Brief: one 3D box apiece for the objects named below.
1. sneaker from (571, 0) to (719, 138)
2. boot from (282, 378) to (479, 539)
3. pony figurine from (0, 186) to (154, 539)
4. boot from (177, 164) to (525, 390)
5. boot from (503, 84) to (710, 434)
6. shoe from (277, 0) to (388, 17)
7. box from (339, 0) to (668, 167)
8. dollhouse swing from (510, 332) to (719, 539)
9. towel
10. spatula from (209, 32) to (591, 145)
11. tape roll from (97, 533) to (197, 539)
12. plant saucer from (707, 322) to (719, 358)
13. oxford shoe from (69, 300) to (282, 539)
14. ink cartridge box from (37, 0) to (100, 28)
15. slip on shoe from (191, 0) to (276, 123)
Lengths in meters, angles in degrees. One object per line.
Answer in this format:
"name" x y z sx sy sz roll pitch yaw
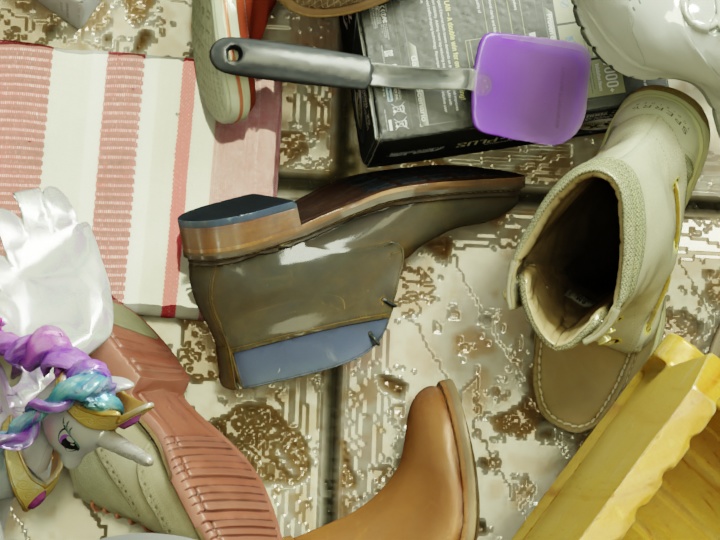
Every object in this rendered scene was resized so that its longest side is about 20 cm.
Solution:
"sneaker" 0.188 -0.119 1.411 0.200 0.087 0.075 30 65 -29
"boot" -0.017 0.155 1.495 0.155 0.077 0.201 3 89 0
"pony figurine" -0.194 0.061 1.425 0.166 0.200 0.193 -8 61 -48
"boot" 0.000 0.000 1.516 0.199 0.075 0.097 -11 101 -20
"boot" 0.116 0.015 1.446 0.072 0.155 0.201 21 115 12
"shoe" 0.033 -0.202 1.467 0.200 0.053 0.070 -36 119 -4
"box" 0.067 -0.170 1.531 0.163 0.086 0.201 -9 83 -6
"dollhouse swing" 0.157 0.154 1.400 0.182 0.176 0.200 41 80 -16
"towel" -0.145 -0.049 1.530 0.199 0.023 0.145 5 82 -3
"spatula" 0.020 -0.101 1.462 0.199 0.021 0.057 6 83 0
"tape roll" -0.101 0.236 1.417 0.200 0.066 0.201 8 116 17
"plant saucer" 0.283 0.078 1.545 0.199 0.029 0.201 1 83 -5
"oxford shoe" -0.105 0.111 1.474 0.074 0.071 0.200 -44 59 20
"ink cartridge box" -0.202 -0.239 1.527 0.200 0.067 0.116 34 81 0
"slip on shoe" -0.058 -0.174 1.520 0.061 0.074 0.201 7 67 -10
